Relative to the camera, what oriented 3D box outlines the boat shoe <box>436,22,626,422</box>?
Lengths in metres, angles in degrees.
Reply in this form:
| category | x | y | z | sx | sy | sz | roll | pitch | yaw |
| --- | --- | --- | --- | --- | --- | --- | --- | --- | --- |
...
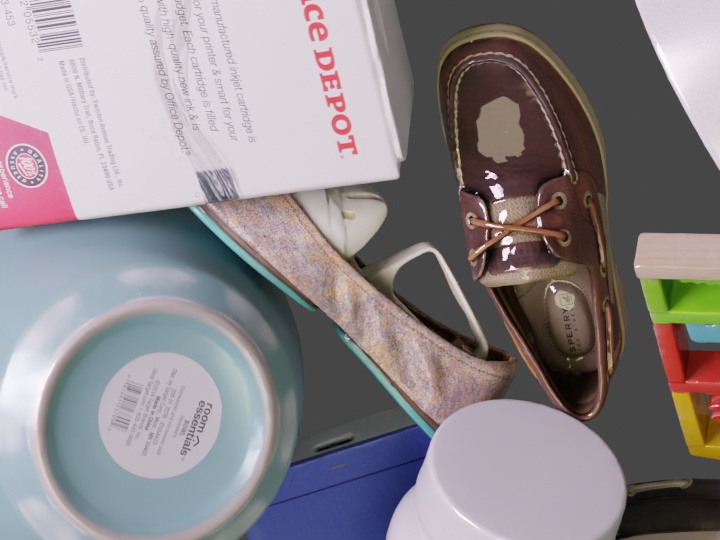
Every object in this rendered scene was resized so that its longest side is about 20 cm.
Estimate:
| category | x | y | z | sx | sy | sz | roll | pitch | yaw |
| --- | --- | --- | --- | --- | --- | --- | --- | --- | --- |
| boat shoe | 0.082 | -0.018 | 1.213 | 0.072 | 0.072 | 0.201 | -9 | 121 | 12 |

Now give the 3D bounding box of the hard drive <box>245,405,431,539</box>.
| category | x | y | z | sx | sy | sz | roll | pitch | yaw |
| --- | --- | --- | --- | --- | --- | --- | --- | --- | --- |
| hard drive | 0.027 | 0.165 | 1.364 | 0.131 | 0.025 | 0.200 | -19 | 119 | 17 |

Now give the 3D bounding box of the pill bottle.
| category | x | y | z | sx | sy | sz | roll | pitch | yaw |
| --- | --- | --- | --- | --- | --- | --- | --- | --- | --- |
| pill bottle | 0.060 | 0.167 | 1.266 | 0.113 | 0.114 | 0.201 | 13 | 130 | -2 |

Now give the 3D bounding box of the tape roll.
| category | x | y | z | sx | sy | sz | roll | pitch | yaw |
| --- | --- | --- | --- | --- | --- | --- | --- | --- | --- |
| tape roll | 0.173 | -0.082 | 1.084 | 0.037 | 0.203 | 0.203 | -28 | 116 | 23 |

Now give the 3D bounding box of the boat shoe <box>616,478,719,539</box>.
| category | x | y | z | sx | sy | sz | roll | pitch | yaw |
| --- | --- | --- | --- | --- | --- | --- | --- | --- | --- |
| boat shoe | 0.215 | 0.132 | 1.291 | 0.199 | 0.060 | 0.074 | -7 | 134 | 20 |

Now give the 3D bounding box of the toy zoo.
| category | x | y | z | sx | sy | sz | roll | pitch | yaw |
| --- | --- | --- | --- | --- | --- | --- | --- | --- | --- |
| toy zoo | 0.210 | 0.048 | 1.228 | 0.131 | 0.021 | 0.200 | 2 | 146 | 18 |

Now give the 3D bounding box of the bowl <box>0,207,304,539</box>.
| category | x | y | z | sx | sy | sz | roll | pitch | yaw |
| --- | --- | --- | --- | --- | --- | --- | --- | --- | --- |
| bowl | -0.108 | 0.064 | 1.211 | 0.200 | 0.105 | 0.202 | -2 | 98 | -18 |

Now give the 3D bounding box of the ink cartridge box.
| category | x | y | z | sx | sy | sz | roll | pitch | yaw |
| --- | --- | --- | --- | --- | --- | --- | --- | --- | --- |
| ink cartridge box | -0.086 | -0.109 | 1.165 | 0.199 | 0.084 | 0.145 | -7 | 122 | 12 |

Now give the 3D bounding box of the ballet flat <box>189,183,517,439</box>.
| category | x | y | z | sx | sy | sz | roll | pitch | yaw |
| --- | --- | --- | --- | --- | --- | --- | --- | --- | --- |
| ballet flat | 0.000 | 0.000 | 1.246 | 0.067 | 0.068 | 0.200 | -44 | 112 | 7 |
